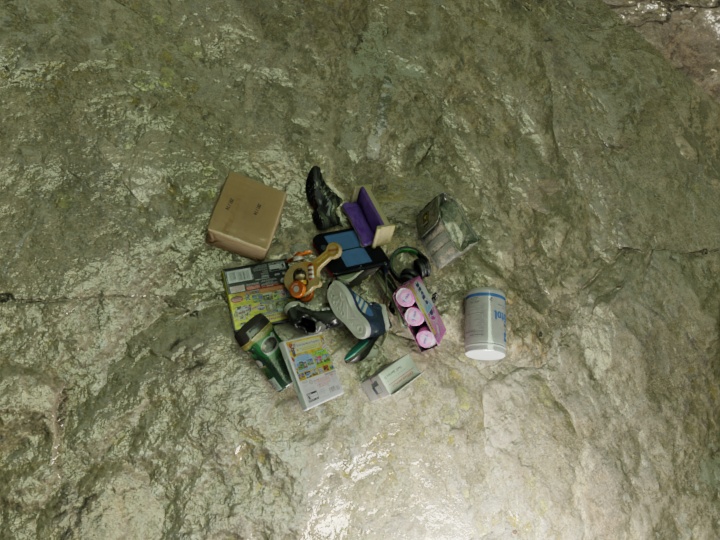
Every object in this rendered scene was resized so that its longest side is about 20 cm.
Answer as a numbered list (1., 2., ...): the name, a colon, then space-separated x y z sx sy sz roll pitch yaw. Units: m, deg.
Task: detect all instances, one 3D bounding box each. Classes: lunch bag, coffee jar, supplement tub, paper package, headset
1. lunch bag: 0.264 -0.132 1.756 0.116 0.164 0.203 -27 82 -27
2. coffee jar: -0.246 0.220 1.477 0.104 0.085 0.202 -41 98 -30
3. supplement tub: 0.393 0.167 1.721 0.128 0.132 0.205 11 68 -16
4. paper package: -0.330 -0.155 1.580 0.186 0.104 0.205 19 67 -11
5. headset: 0.174 0.017 1.738 0.123 0.095 0.200 -37 72 -22

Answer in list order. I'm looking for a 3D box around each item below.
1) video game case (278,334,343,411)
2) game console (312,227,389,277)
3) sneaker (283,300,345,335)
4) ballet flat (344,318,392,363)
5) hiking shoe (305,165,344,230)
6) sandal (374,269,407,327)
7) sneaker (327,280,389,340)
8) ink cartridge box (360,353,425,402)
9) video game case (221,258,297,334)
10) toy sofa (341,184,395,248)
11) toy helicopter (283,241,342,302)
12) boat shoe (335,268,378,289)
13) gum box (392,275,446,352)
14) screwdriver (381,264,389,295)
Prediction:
1. video game case: -0.130 0.269 1.485 0.199 0.023 0.186 -1 67 -64
2. game console: -0.032 -0.061 1.650 0.195 0.032 0.178 -13 44 -24
3. sneaker: -0.121 0.148 1.545 0.196 0.067 0.091 15 31 -31
4. ballet flat: 0.033 0.213 1.610 0.069 0.068 0.201 47 63 -13
5. hiking shoe: -0.110 -0.227 1.712 0.098 0.075 0.206 -7 83 -31
6. sandal: 0.096 0.090 1.681 0.079 0.057 0.204 11 45 -53
7. sneaker: 0.003 0.108 1.583 0.145 0.081 0.201 -7 52 -50
8. ink cartridge box: 0.088 0.297 1.524 0.116 0.200 0.068 -30 83 -26
9. video game case: -0.283 0.070 1.563 0.195 0.025 0.185 -10 76 -24
10. toy sofa: 0.021 -0.170 1.688 0.095 0.084 0.203 -9 52 -24
11. toy helicopter: -0.138 -0.016 1.560 0.199 0.079 0.133 -39 68 7
12. boat shoe: 0.000 0.000 1.656 0.071 0.062 0.199 35 45 29
13. gum box: 0.177 0.124 1.640 0.203 0.065 0.113 62 27 -6
14. screwdriver: 0.077 0.021 1.658 0.027 0.030 0.202 9 37 -4
